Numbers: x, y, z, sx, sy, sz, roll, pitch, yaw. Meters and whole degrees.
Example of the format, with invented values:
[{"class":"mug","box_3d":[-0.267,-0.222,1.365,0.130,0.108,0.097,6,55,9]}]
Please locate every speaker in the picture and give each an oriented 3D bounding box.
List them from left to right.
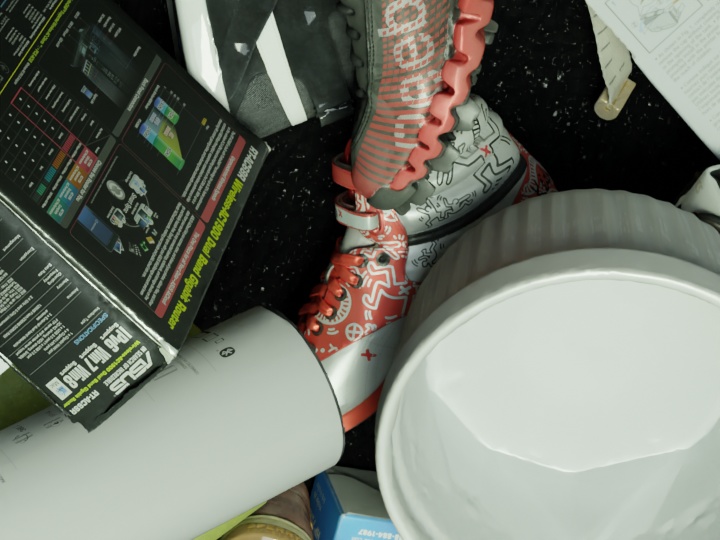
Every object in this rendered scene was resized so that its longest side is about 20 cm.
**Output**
[{"class":"speaker","box_3d":[-0.110,0.090,1.248,0.200,0.081,0.081,-26,115,-24]}]

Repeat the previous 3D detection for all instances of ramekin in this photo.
[{"class":"ramekin","box_3d":[0.107,0.057,1.345,0.199,0.105,0.201,1,122,1]}]

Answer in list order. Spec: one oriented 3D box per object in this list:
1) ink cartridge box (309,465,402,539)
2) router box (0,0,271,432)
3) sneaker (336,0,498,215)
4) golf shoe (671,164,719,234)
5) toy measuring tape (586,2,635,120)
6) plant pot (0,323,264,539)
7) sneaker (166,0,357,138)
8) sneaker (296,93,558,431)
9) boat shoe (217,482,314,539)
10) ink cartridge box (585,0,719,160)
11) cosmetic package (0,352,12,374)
[{"class":"ink cartridge box","box_3d":[0.015,0.208,1.488,0.116,0.067,0.201,10,108,-16]},{"class":"router box","box_3d":[-0.128,-0.043,1.255,0.150,0.200,0.062,43,117,-12]},{"class":"sneaker","box_3d":[0.019,-0.122,1.308,0.098,0.071,0.201,15,116,-6]},{"class":"golf shoe","box_3d":[0.159,-0.009,1.412,0.199,0.078,0.095,-14,120,15]},{"class":"toy measuring tape","box_3d":[0.079,-0.157,1.378,0.073,0.074,0.200,-21,130,-3]},{"class":"plant pot","box_3d":[-0.151,0.093,1.363,0.184,0.200,0.201,-29,113,-12]},{"class":"sneaker","box_3d":[-0.039,-0.160,1.347,0.111,0.073,0.201,-13,120,-9]},{"class":"sneaker","box_3d":[0.000,-0.001,1.411,0.201,0.067,0.108,-35,111,-1]},{"class":"boat shoe","box_3d":[-0.067,0.181,1.463,0.072,0.072,0.200,16,128,-5]},{"class":"ink cartridge box","box_3d":[0.202,-0.141,1.395,0.162,0.057,0.200,-42,116,7]},{"class":"cosmetic package","box_3d":[-0.199,-0.027,1.284,0.113,0.200,0.081,40,117,-22]}]
